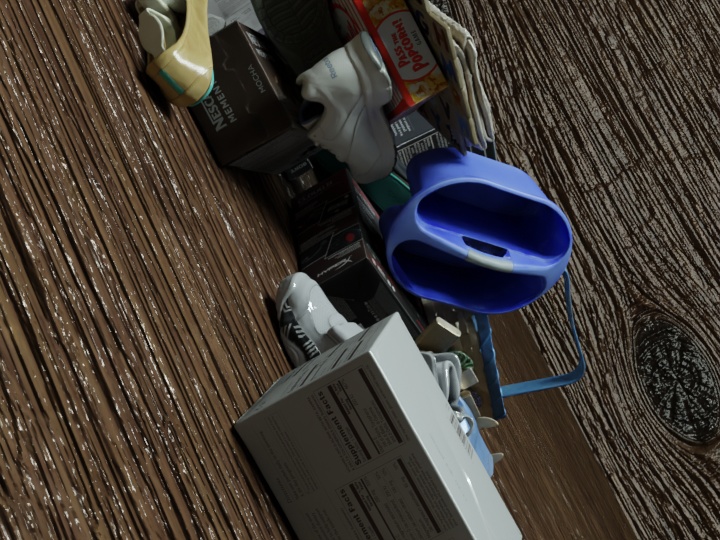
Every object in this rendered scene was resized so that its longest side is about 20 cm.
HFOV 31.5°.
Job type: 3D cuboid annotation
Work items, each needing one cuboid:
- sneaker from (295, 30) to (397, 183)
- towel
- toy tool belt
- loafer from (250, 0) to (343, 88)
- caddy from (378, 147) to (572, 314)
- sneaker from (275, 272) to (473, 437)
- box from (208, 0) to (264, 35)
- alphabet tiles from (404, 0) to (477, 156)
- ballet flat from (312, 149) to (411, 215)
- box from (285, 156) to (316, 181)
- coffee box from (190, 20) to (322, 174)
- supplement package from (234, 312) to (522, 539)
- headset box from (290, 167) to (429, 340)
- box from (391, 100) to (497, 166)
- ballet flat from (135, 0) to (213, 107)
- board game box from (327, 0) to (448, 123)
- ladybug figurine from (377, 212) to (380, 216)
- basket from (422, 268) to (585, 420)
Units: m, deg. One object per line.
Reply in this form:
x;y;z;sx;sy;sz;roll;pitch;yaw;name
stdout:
-0.016;-0.145;1.202;0.200;0.087;0.075;78;-11;-59;sneaker
0.069;-0.211;1.260;0.200;0.034;0.133;51;-15;47;towel
0.074;0.149;1.153;0.201;0.122;0.125;59;11;-14;toy tool belt
-0.065;-0.237;1.237;0.070;0.075;0.201;37;-25;58;loafer
0.113;-0.033;1.270;0.199;0.142;0.105;15;28;-24;caddy
0.013;0.075;1.058;0.201;0.115;0.075;64;19;14;sneaker
-0.115;-0.309;1.478;0.060;0.116;0.200;57;12;-7;box
0.056;-0.208;1.213;0.167;0.006;0.201;52;-14;47;alphabet tiles
0.010;-0.115;1.403;0.200;0.073;0.073;45;5;17;ballet flat
-0.093;-0.188;1.482;0.144;0.036;0.200;59;11;-11;box
-0.101;-0.164;1.250;0.114;0.079;0.200;62;10;4;coffee box
0.020;0.153;0.910;0.201;0.110;0.156;61;11;-3;supplement package
0.000;0.000;1.320;0.149;0.075;0.200;54;12;-31;headset box
0.063;-0.173;1.659;0.200;0.197;0.124;67;-1;-67;box
-0.168;-0.223;1.133;0.063;0.069;0.201;35;23;-37;ballet flat
0.004;-0.243;1.225;0.201;0.046;0.151;62;-9;-3;board game box
0.055;-0.065;1.462;0.136;0.199;0.072;-56;146;-36;ladybug figurine
0.142;0.079;1.405;0.139;0.199;0.177;-107;178;-54;basket
